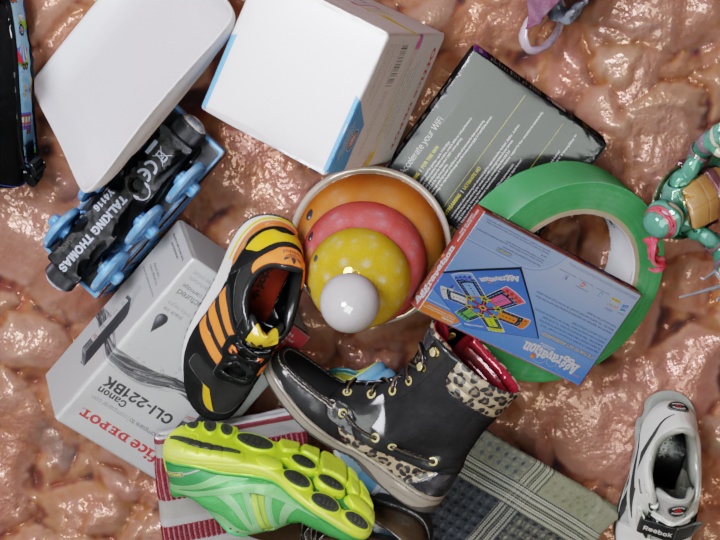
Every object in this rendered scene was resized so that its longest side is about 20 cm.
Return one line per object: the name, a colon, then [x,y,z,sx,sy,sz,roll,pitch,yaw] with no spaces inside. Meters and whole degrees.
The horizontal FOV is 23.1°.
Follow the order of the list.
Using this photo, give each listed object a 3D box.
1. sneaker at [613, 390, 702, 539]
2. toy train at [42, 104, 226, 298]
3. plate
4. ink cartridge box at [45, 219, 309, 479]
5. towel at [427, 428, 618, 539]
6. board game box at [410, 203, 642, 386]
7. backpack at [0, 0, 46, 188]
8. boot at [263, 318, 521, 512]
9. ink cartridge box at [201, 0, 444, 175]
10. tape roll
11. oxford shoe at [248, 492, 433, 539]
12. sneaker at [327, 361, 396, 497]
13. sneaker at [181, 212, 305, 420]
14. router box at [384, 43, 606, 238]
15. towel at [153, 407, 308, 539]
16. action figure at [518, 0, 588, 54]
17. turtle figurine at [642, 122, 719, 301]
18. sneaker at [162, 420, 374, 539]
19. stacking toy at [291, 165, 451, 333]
sneaker: [0.281,0.221,1.646,0.074,0.089,0.201,1,105,0]
toy train: [-0.203,-0.061,1.573,0.087,0.114,0.200,42,101,2]
plate: [-0.192,-0.182,1.520,0.032,0.200,0.200,32,105,-38]
ink cartridge box: [-0.168,0.079,1.603,0.144,0.084,0.200,35,104,-28]
towel: [0.116,0.249,1.660,0.200,0.035,0.193,33,104,-26]
board game box: [0.146,0.024,1.528,0.200,0.019,0.103,26,103,-34]
backpack: [-0.364,-0.173,1.522,0.134,0.183,0.201,1,90,18]
boot: [0.028,0.101,1.537,0.200,0.073,0.151,41,116,4]
ink cartridge box: [-0.024,-0.171,1.510,0.125,0.200,0.129,28,104,13]
tape roll: [0.173,0.002,1.570,0.200,0.048,0.201,-11,121,-19]
oxford shoe: [-0.038,0.226,1.579,0.199,0.084,0.073,8,105,9]
sneaker: [-0.009,0.166,1.652,0.131,0.080,0.200,42,113,9]
sneaker: [-0.100,0.054,1.508,0.070,0.090,0.200,14,113,-21]
router box: [0.104,-0.080,1.593,0.149,0.051,0.200,36,102,-5]
towel: [-0.116,0.219,1.641,0.144,0.023,0.200,-10,122,-14]
action figure: [0.140,-0.315,1.529,0.200,0.134,0.149,41,145,4]
turtle figurine: [0.309,-0.066,1.532,0.101,0.200,0.150,16,128,42]
sneaker: [-0.079,0.194,1.543,0.200,0.074,0.084,19,124,15]
stacking toy: [0.000,0.000,1.490,0.146,0.200,0.147,2,106,6]
